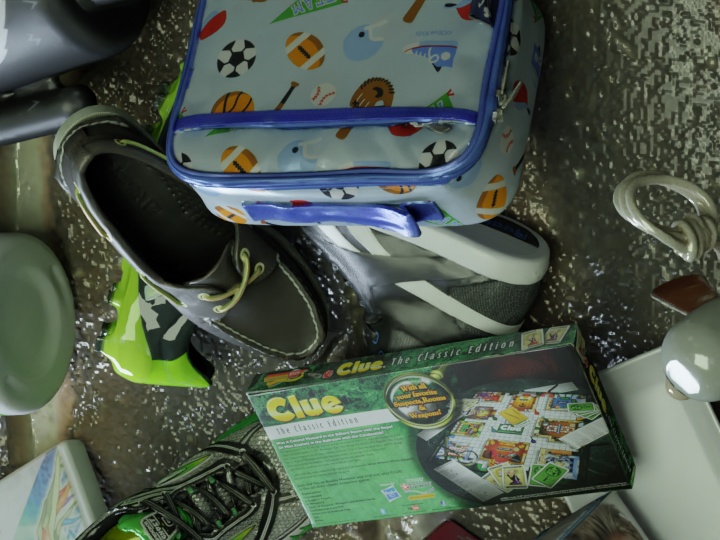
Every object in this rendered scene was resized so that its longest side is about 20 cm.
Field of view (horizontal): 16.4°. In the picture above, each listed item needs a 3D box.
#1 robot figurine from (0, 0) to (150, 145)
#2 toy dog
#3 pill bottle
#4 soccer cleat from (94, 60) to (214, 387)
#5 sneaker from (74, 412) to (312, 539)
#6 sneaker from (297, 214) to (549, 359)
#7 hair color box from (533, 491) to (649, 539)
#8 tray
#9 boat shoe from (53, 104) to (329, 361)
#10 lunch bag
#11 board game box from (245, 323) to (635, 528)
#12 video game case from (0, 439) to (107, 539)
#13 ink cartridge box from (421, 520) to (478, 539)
[{"bbox_3d":[-0.202,-0.165,1.425,0.200,0.125,0.150,-15,55,29],"label":"robot figurine"},{"bbox_3d":[0.204,0.017,1.266,0.132,0.200,0.096,62,141,26],"label":"toy dog"},{"bbox_3d":[-0.287,0.034,1.539,0.200,0.111,0.111,-2,105,27],"label":"pill bottle"},{"bbox_3d":[-0.100,-0.026,1.462,0.081,0.068,0.200,12,108,-3],"label":"soccer cleat"},{"bbox_3d":[-0.094,0.149,1.475,0.200,0.085,0.078,-36,83,6],"label":"sneaker"},{"bbox_3d":[0.000,0.000,1.409,0.200,0.073,0.112,26,116,17],"label":"sneaker"},{"bbox_3d":[0.157,0.230,1.363,0.061,0.100,0.200,-36,89,30],"label":"hair color box"},{"bbox_3d":[0.178,0.143,1.396,0.107,0.022,0.200,-24,94,29],"label":"tray"},{"bbox_3d":[-0.092,-0.010,1.404,0.201,0.061,0.072,41,98,-23],"label":"boat shoe"},{"bbox_3d":[0.000,-0.095,1.332,0.200,0.076,0.160,0,61,25],"label":"lunch bag"},{"bbox_3d":[0.045,0.089,1.395,0.200,0.023,0.105,-9,124,25],"label":"board game box"},{"bbox_3d":[-0.210,0.235,1.580,0.182,0.022,0.200,-32,71,30],"label":"video game case"},{"bbox_3d":[0.048,0.240,1.386,0.146,0.200,0.083,36,118,13],"label":"ink cartridge box"}]
